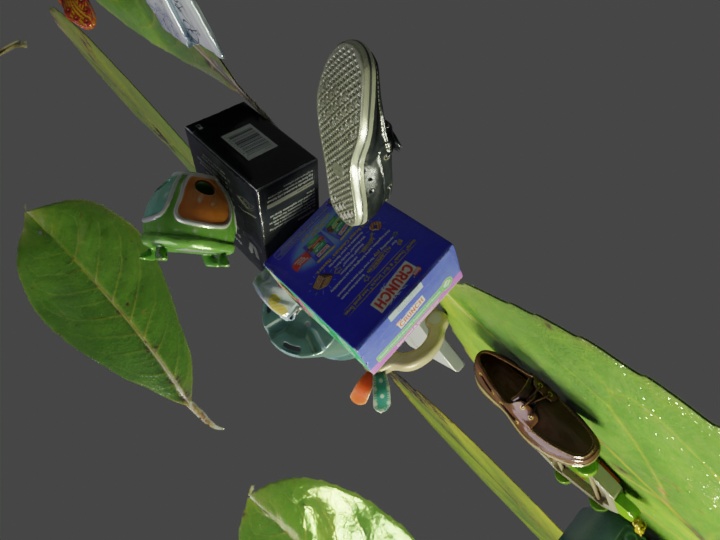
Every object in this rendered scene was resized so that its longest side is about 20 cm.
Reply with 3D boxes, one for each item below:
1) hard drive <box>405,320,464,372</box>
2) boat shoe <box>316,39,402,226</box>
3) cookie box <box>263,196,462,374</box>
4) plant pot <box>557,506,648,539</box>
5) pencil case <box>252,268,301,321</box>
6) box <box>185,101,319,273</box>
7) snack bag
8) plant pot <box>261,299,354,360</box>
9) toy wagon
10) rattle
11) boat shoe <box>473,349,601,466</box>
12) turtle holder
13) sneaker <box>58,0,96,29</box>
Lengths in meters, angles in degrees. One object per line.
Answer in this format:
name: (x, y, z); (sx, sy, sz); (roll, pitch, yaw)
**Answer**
hard drive: (0.113, 0.122, 1.064); (0.132, 0.027, 0.200); (51, 169, -17)
boat shoe: (0.002, -0.129, 0.523); (0.075, 0.062, 0.201); (45, 155, 31)
cookie box: (0.000, 0.000, 0.691); (0.200, 0.171, 0.075); (38, 169, 38)
plant pot: (0.424, 0.518, 0.892); (0.196, 0.196, 0.201); (41, 158, 26)
pencil case: (-0.075, -0.017, 0.840); (0.091, 0.200, 0.083); (43, 179, 42)
box: (-0.169, -0.129, 0.881); (0.196, 0.117, 0.201); (41, 149, 28)
snack bag: (-0.278, -0.392, 0.750); (0.200, 0.021, 0.189); (40, 166, 32)
plant pot: (-0.071, 0.074, 0.981); (0.200, 0.201, 0.196); (44, -169, 13)
toy wagon: (0.350, 0.319, 0.830); (0.200, 0.040, 0.156); (33, 163, 48)
rattle: (0.041, 0.107, 0.828); (0.130, 0.200, 0.143); (42, 168, 21)
boat shoe: (0.226, 0.179, 0.722); (0.200, 0.072, 0.068); (41, 170, 40)
turtle holder: (-0.259, -0.076, 0.831); (0.139, 0.134, 0.185); (5, 178, -9)
sneaker: (-0.704, -0.665, 1.323); (0.200, 0.073, 0.077); (49, -169, 10)
